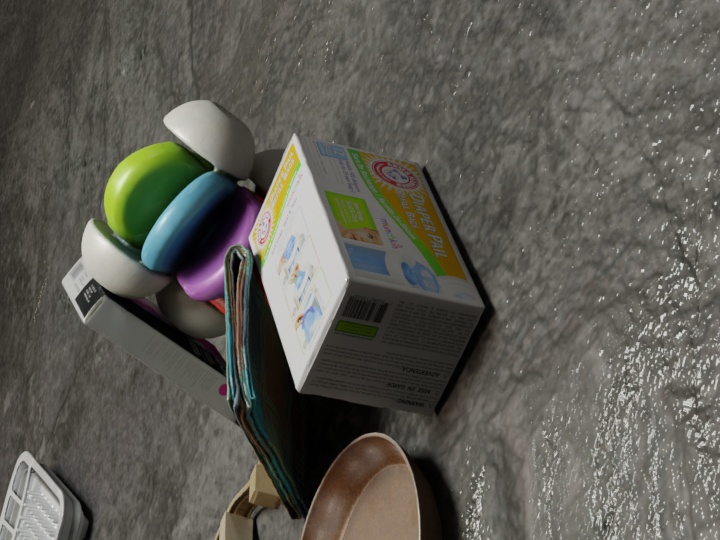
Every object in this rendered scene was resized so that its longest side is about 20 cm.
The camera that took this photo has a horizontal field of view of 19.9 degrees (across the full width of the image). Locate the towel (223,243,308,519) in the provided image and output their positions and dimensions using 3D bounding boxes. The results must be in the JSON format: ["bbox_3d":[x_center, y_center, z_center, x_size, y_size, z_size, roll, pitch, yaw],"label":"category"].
[{"bbox_3d":[-0.071,0.089,1.591,0.200,0.022,0.147,69,-166,-56],"label":"towel"}]

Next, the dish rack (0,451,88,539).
[{"bbox_3d":[-0.341,0.296,2.171,0.200,0.044,0.172,27,101,65],"label":"dish rack"}]

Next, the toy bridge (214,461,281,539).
[{"bbox_3d":[-0.104,0.227,1.705,0.067,0.027,0.200,-92,22,-54],"label":"toy bridge"}]

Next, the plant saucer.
[{"bbox_3d":[0.008,0.218,1.476,0.200,0.034,0.200,-39,44,52],"label":"plant saucer"}]

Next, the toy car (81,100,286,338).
[{"bbox_3d":[-0.115,-0.025,1.675,0.175,0.200,0.150,-51,39,7],"label":"toy car"}]

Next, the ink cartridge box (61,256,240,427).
[{"bbox_3d":[-0.161,0.067,1.740,0.037,0.200,0.095,-49,28,4],"label":"ink cartridge box"}]

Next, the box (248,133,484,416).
[{"bbox_3d":[0.000,0.000,1.507,0.200,0.112,0.101,-112,40,-52],"label":"box"}]
